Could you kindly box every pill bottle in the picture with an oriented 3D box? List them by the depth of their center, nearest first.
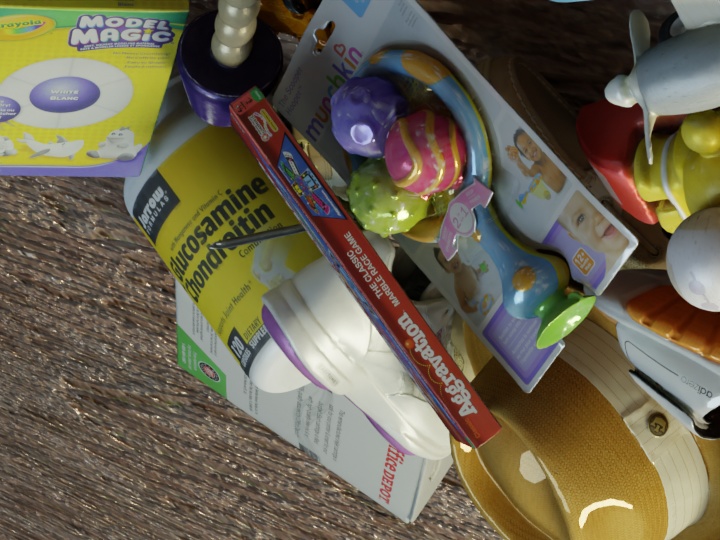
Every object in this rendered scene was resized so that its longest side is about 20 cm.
[{"bbox_3d":[-0.069,-0.036,1.428,0.200,0.112,0.112,52,160,17],"label":"pill bottle"}]

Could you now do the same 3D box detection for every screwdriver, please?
[{"bbox_3d":[0.015,-0.035,1.310,0.199,0.029,0.028,-9,128,9],"label":"screwdriver"}]

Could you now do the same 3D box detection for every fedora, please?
[{"bbox_3d":[0.108,0.098,1.276,0.200,0.082,0.201,37,149,26],"label":"fedora"}]

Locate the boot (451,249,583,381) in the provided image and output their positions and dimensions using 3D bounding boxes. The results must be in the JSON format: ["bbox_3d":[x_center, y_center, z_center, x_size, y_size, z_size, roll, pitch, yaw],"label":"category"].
[{"bbox_3d":[0.107,0.028,1.372,0.199,0.073,0.156,34,156,15],"label":"boot"}]

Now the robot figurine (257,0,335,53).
[{"bbox_3d":[-0.045,-0.191,1.220,0.144,0.058,0.201,22,150,35],"label":"robot figurine"}]

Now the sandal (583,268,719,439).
[{"bbox_3d":[0.181,0.058,1.145,0.206,0.079,0.060,31,116,38],"label":"sandal"}]

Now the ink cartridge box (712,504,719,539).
[{"bbox_3d":[0.185,0.121,1.378,0.200,0.037,0.095,-154,53,-73],"label":"ink cartridge box"}]

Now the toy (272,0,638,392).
[{"bbox_3d":[0.029,-0.043,1.137,0.200,0.047,0.115,46,135,15],"label":"toy"}]

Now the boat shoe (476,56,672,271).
[{"bbox_3d":[0.134,-0.039,1.238,0.064,0.071,0.200,-32,111,28],"label":"boat shoe"}]

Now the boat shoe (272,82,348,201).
[{"bbox_3d":[-0.015,-0.082,1.305,0.066,0.075,0.200,12,172,-5],"label":"boat shoe"}]

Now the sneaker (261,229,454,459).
[{"bbox_3d":[0.029,0.041,1.346,0.075,0.100,0.200,53,-172,34],"label":"sneaker"}]

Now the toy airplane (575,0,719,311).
[{"bbox_3d":[0.189,-0.038,1.049,0.199,0.141,0.199,35,157,4],"label":"toy airplane"}]

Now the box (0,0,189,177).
[{"bbox_3d":[-0.159,-0.118,1.297,0.116,0.049,0.200,0,150,-14],"label":"box"}]

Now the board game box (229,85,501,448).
[{"bbox_3d":[0.000,0.000,1.195,0.200,0.019,0.103,54,178,0],"label":"board game box"}]

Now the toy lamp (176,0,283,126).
[{"bbox_3d":[-0.058,-0.135,1.199,0.058,0.058,0.200,35,152,7],"label":"toy lamp"}]

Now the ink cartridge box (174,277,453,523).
[{"bbox_3d":[-0.020,0.059,1.597,0.199,0.084,0.146,34,156,11],"label":"ink cartridge box"}]

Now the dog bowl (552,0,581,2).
[{"bbox_3d":[0.120,-0.160,0.972,0.050,0.112,0.199,43,157,-28],"label":"dog bowl"}]
